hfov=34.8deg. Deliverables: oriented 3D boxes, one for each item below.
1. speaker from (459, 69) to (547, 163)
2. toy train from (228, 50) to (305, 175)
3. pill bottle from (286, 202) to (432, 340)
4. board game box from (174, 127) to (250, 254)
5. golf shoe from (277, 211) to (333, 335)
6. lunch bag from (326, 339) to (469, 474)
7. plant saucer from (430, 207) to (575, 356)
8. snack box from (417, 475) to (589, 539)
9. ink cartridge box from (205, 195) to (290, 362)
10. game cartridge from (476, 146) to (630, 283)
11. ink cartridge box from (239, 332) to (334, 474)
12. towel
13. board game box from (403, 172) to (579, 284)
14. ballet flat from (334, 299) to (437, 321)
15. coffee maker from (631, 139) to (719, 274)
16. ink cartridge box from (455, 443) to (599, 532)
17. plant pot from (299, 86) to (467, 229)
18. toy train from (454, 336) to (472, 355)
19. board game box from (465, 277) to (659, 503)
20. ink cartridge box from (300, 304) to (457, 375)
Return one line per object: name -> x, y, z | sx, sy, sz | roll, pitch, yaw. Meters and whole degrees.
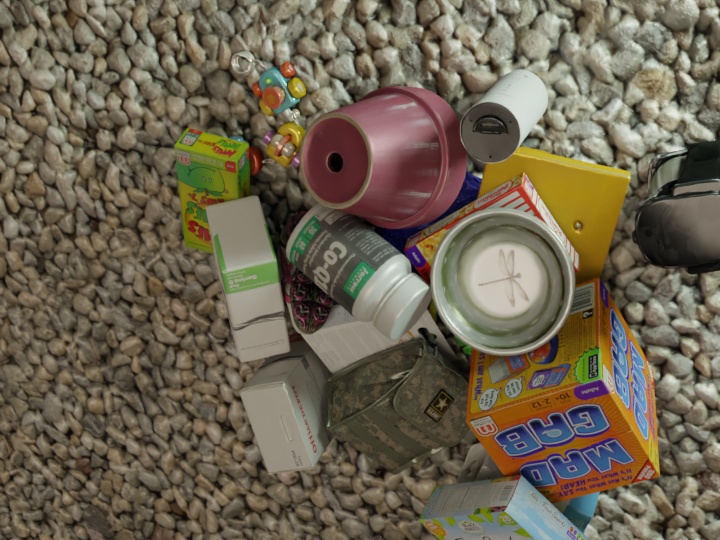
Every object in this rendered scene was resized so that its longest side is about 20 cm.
speaker -> 0.192, -0.206, 1.515 | 0.080, 0.200, 0.082 | 7, 113, 17
toy train -> -0.155, -0.217, 1.713 | 0.149, 0.056, 0.202 | 12, 114, 14
pill bottle -> 0.000, 0.000, 1.622 | 0.200, 0.113, 0.114 | 39, 119, 19
board game box -> -0.220, -0.112, 1.744 | 0.100, 0.048, 0.201 | 15, 136, 13
golf shoe -> -0.086, 0.016, 1.724 | 0.072, 0.202, 0.092 | 11, 143, -22
lunch bag -> 0.073, 0.201, 1.738 | 0.199, 0.118, 0.164 | -32, 129, 26
plant saucer -> 0.195, 0.013, 1.560 | 0.198, 0.050, 0.203 | 3, 100, 18
snack box -> 0.205, 0.372, 1.630 | 0.169, 0.068, 0.199 | 44, 145, -17
ink cartridge box -> -0.167, 0.015, 1.714 | 0.083, 0.146, 0.201 | -13, 136, -8
game cartridge -> 0.260, -0.079, 1.616 | 0.198, 0.033, 0.178 | 15, 119, 5
ink cartridge box -> -0.096, 0.199, 1.775 | 0.082, 0.200, 0.148 | -12, 106, 22
towel -> 0.100, -0.068, 1.687 | 0.147, 0.050, 0.201 | 29, 117, 7
board game box -> 0.184, -0.023, 1.616 | 0.199, 0.046, 0.152 | -30, 107, 24
ballet flat -> 0.028, 0.054, 1.750 | 0.198, 0.067, 0.067 | 9, 155, 28
coffee maker -> 0.452, -0.094, 1.470 | 0.191, 0.200, 0.135 | -34, 98, 27
ink cartridge box -> 0.250, 0.326, 1.735 | 0.198, 0.125, 0.129 | 25, 129, 8
plant pot -> 0.019, -0.153, 1.575 | 0.198, 0.178, 0.203 | 6, 99, 36
toy train -> 0.232, 0.083, 1.697 | 0.198, 0.042, 0.057 | -13, 134, 23
board game box -> 0.283, 0.173, 1.602 | 0.198, 0.201, 0.200 | -20, 124, 26
ink cartridge box -> 0.029, 0.099, 1.738 | 0.198, 0.051, 0.163 | -15, 141, 17
